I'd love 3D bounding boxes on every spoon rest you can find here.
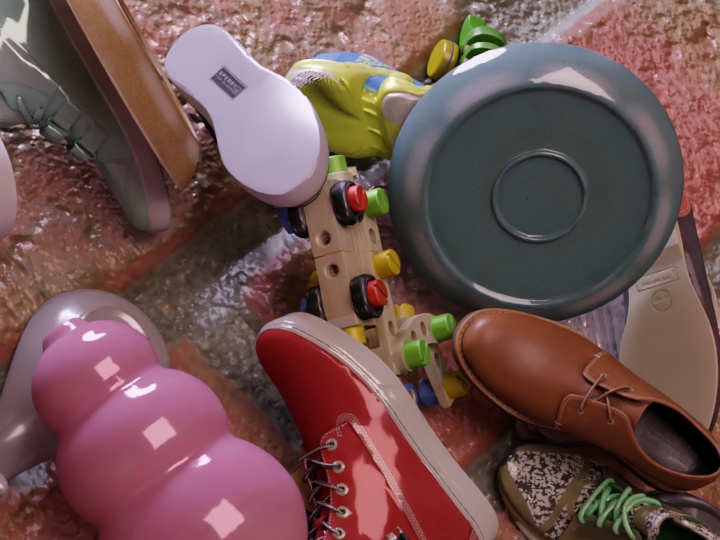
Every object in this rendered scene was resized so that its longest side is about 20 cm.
[{"bbox_3d":[-0.190,0.081,1.459,0.099,0.061,0.200,46,42,-1],"label":"spoon rest"}]

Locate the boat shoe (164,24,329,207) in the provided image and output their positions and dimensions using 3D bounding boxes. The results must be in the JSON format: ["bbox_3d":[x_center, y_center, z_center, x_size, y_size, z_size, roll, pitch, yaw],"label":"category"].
[{"bbox_3d":[-0.066,-0.095,1.542,0.069,0.057,0.200,-37,42,0],"label":"boat shoe"}]

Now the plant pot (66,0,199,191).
[{"bbox_3d":[-0.152,-0.144,1.503,0.027,0.200,0.200,-30,80,1],"label":"plant pot"}]

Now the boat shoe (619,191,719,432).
[{"bbox_3d":[0.214,0.027,1.634,0.063,0.071,0.200,12,65,-65],"label":"boat shoe"}]

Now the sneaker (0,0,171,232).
[{"bbox_3d":[-0.210,-0.093,1.527,0.118,0.074,0.200,-31,96,-12],"label":"sneaker"}]

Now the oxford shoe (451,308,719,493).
[{"bbox_3d":[0.154,0.081,1.544,0.200,0.071,0.071,28,81,-7],"label":"oxford shoe"}]

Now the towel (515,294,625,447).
[{"bbox_3d":[0.156,0.030,1.662,0.132,0.034,0.200,2,65,-27],"label":"towel"}]

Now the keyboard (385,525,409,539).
[{"bbox_3d":[0.027,0.233,1.371,0.200,0.021,0.127,36,94,27],"label":"keyboard"}]

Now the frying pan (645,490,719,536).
[{"bbox_3d":[0.258,0.215,1.628,0.190,0.031,0.115,19,60,-14],"label":"frying pan"}]

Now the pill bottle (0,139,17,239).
[{"bbox_3d":[-0.312,-0.035,1.413,0.200,0.109,0.109,-15,74,-32],"label":"pill bottle"}]

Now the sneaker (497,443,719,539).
[{"bbox_3d":[0.183,0.166,1.555,0.200,0.089,0.077,30,63,12],"label":"sneaker"}]

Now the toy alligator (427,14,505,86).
[{"bbox_3d":[0.077,-0.108,1.677,0.059,0.054,0.200,21,59,-16],"label":"toy alligator"}]

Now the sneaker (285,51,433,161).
[{"bbox_3d":[0.042,-0.105,1.623,0.200,0.076,0.105,24,22,-9],"label":"sneaker"}]

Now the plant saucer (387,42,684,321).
[{"bbox_3d":[0.119,-0.052,1.573,0.200,0.200,0.027,27,18,-13],"label":"plant saucer"}]

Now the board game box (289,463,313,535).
[{"bbox_3d":[-0.035,0.207,1.479,0.200,0.035,0.136,-38,86,-35],"label":"board game box"}]

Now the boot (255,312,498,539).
[{"bbox_3d":[-0.022,0.134,1.460,0.200,0.072,0.144,50,56,-1],"label":"boot"}]

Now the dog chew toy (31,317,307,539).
[{"bbox_3d":[-0.120,0.115,1.383,0.125,0.125,0.200,-31,82,-34],"label":"dog chew toy"}]

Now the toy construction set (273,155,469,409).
[{"bbox_3d":[0.000,0.000,1.550,0.131,0.092,0.200,6,56,-65],"label":"toy construction set"}]
